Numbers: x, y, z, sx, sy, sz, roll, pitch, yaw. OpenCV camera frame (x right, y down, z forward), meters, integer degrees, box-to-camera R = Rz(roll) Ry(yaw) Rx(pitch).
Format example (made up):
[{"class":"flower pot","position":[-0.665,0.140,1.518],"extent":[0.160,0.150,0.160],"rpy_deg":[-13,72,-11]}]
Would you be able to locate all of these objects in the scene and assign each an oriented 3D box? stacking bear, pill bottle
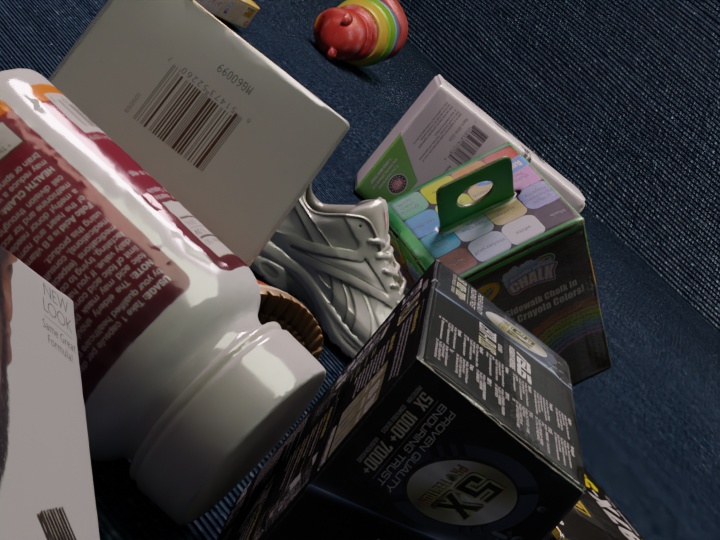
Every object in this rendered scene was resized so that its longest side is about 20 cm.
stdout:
[{"class":"stacking bear","position":[-0.008,-0.360,2.562],"extent":[0.114,0.122,0.200],"rpy_deg":[34,20,10]},{"class":"pill bottle","position":[-0.119,0.013,0.778],"extent":[0.200,0.114,0.114],"rpy_deg":[43,12,10]}]

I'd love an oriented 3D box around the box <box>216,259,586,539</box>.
[{"class":"box","position":[0.011,0.099,0.745],"extent":[0.086,0.164,0.200],"rpy_deg":[39,11,-3]}]

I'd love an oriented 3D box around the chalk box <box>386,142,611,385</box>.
[{"class":"chalk box","position":[0.098,-0.004,1.300],"extent":[0.124,0.124,0.200],"rpy_deg":[54,-15,50]}]

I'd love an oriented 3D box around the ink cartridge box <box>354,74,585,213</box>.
[{"class":"ink cartridge box","position":[0.115,-0.086,1.802],"extent":[0.200,0.146,0.084],"rpy_deg":[38,10,-9]}]

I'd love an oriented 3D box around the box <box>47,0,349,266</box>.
[{"class":"box","position":[-0.114,-0.085,1.032],"extent":[0.152,0.106,0.200],"rpy_deg":[37,-8,-12]}]

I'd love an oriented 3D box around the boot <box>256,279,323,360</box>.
[{"class":"boot","position":[-0.106,0.011,0.945],"extent":[0.200,0.075,0.107],"rpy_deg":[27,13,-45]}]

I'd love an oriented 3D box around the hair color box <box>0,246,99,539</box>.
[{"class":"hair color box","position":[-0.119,0.077,0.447],"extent":[0.111,0.064,0.200],"rpy_deg":[45,25,-52]}]

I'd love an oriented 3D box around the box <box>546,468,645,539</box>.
[{"class":"box","position":[0.114,0.150,1.167],"extent":[0.160,0.049,0.200],"rpy_deg":[31,14,-45]}]

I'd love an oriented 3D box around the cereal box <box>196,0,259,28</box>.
[{"class":"cereal box","position":[-0.223,-0.369,2.066],"extent":[0.144,0.040,0.200],"rpy_deg":[45,12,22]}]

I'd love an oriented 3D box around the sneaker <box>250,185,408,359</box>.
[{"class":"sneaker","position":[0.000,0.000,1.235],"extent":[0.200,0.099,0.078],"rpy_deg":[40,12,-2]}]
